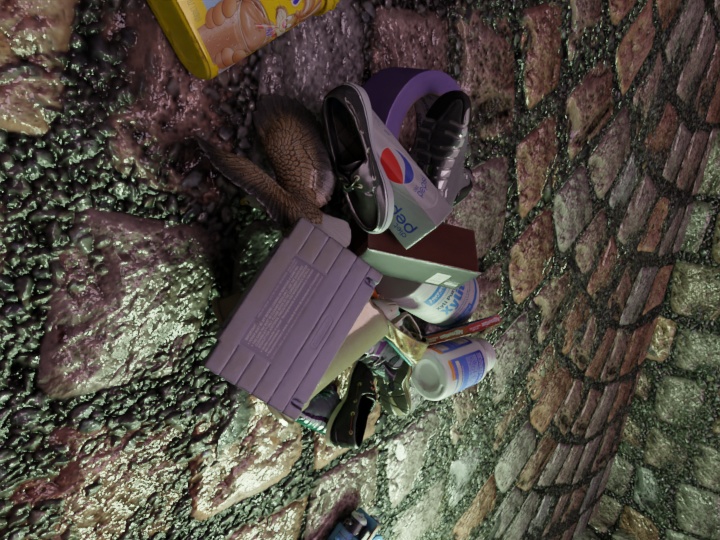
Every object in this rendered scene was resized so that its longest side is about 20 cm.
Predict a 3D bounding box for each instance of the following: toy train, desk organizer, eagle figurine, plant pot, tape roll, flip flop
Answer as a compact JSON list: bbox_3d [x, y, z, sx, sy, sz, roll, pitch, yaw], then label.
[{"bbox_3d":[-0.035,0.616,1.116,0.200,0.087,0.114,-51,130,-14],"label":"toy train"},{"bbox_3d":[0.083,-0.034,0.794,0.199,0.072,0.077,11,63,-23],"label":"desk organizer"},{"bbox_3d":[-0.105,-0.107,0.661,0.150,0.152,0.201,-15,122,0],"label":"eagle figurine"},{"bbox_3d":[-0.069,0.077,0.699,0.183,0.201,0.201,-31,131,-7],"label":"plant pot"},{"bbox_3d":[0.078,-0.220,0.827,0.199,0.085,0.201,-22,124,-37],"label":"tape roll"},{"bbox_3d":[0.075,0.211,1.044,0.058,0.081,0.201,-52,140,-50],"label":"flip flop"}]

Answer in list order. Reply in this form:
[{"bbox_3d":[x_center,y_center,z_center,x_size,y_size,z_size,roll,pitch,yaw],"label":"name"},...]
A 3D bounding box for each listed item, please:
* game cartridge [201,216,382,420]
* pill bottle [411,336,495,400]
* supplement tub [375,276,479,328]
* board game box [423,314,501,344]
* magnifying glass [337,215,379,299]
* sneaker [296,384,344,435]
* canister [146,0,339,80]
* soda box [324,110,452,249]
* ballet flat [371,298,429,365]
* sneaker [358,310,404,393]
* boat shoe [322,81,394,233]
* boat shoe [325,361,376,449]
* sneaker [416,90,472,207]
[{"bbox_3d":[-0.076,0.053,0.594,0.129,0.038,0.201,34,77,-11],"label":"game cartridge"},{"bbox_3d":[0.214,0.211,1.148,0.199,0.112,0.113,-8,114,-42],"label":"pill bottle"},{"bbox_3d":[0.125,0.023,0.955,0.200,0.132,0.132,28,88,-48],"label":"supplement tub"},{"bbox_3d":[0.171,0.127,1.020,0.103,0.200,0.020,-13,82,-41],"label":"board game box"},{"bbox_3d":[0.000,0.000,0.849,0.022,0.080,0.201,-15,120,13],"label":"magnifying glass"},{"bbox_3d":[-0.085,0.231,0.905,0.200,0.074,0.088,52,55,-53],"label":"sneaker"},{"bbox_3d":[-0.131,-0.324,0.567,0.200,0.086,0.149,-42,133,-20],"label":"canister"},{"bbox_3d":[0.036,-0.133,0.719,0.200,0.068,0.063,51,42,-3],"label":"soda box"},{"bbox_3d":[0.050,0.087,0.855,0.200,0.071,0.071,43,77,-34],"label":"ballet flat"},{"bbox_3d":[0.019,0.154,0.906,0.199,0.078,0.141,-15,81,-39],"label":"sneaker"},{"bbox_3d":[-0.008,-0.137,0.665,0.057,0.068,0.201,-42,124,-52],"label":"boat shoe"},{"bbox_3d":[0.002,0.234,0.938,0.202,0.063,0.074,-64,146,-43],"label":"boat shoe"},{"bbox_3d":[0.144,-0.178,0.806,0.115,0.075,0.201,-14,129,-46],"label":"sneaker"}]
